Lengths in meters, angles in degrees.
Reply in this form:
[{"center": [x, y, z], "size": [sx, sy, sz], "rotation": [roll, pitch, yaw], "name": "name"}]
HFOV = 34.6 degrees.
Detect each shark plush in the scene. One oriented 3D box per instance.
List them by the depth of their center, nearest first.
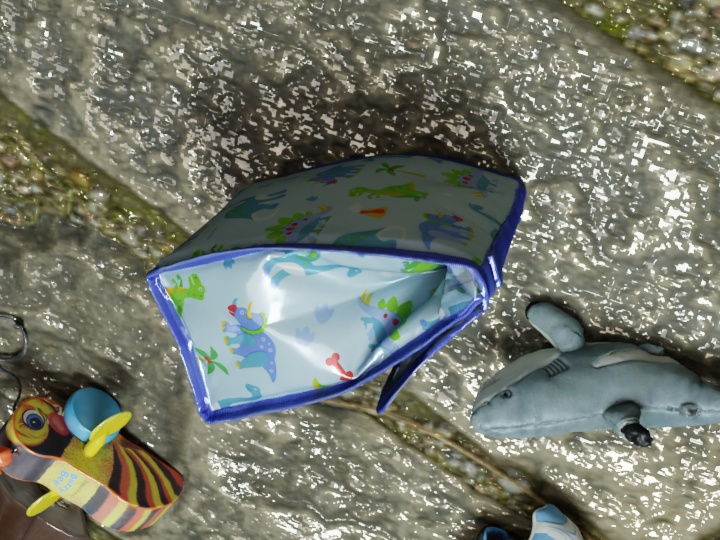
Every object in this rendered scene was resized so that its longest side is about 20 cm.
[{"center": [0.174, 0.095, 0.747], "size": [0.197, 0.083, 0.092], "rotation": [16, 117, 11], "name": "shark plush"}]

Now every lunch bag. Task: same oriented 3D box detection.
[{"center": [0.000, 0.000, 0.712], "size": [0.197, 0.170, 0.129], "rotation": [-15, 108, 21], "name": "lunch bag"}]

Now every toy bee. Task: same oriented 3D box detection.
[{"center": [-0.238, 0.142, 0.888], "size": [0.197, 0.109, 0.132], "rotation": [23, 120, 6], "name": "toy bee"}]

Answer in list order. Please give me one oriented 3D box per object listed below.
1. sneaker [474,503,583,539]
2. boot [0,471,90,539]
[{"center": [0.088, 0.236, 0.856], "size": [0.199, 0.071, 0.073], "rotation": [-38, 64, 34], "name": "sneaker"}, {"center": [-0.261, 0.276, 0.985], "size": [0.185, 0.064, 0.201], "rotation": [34, 114, -2], "name": "boot"}]
